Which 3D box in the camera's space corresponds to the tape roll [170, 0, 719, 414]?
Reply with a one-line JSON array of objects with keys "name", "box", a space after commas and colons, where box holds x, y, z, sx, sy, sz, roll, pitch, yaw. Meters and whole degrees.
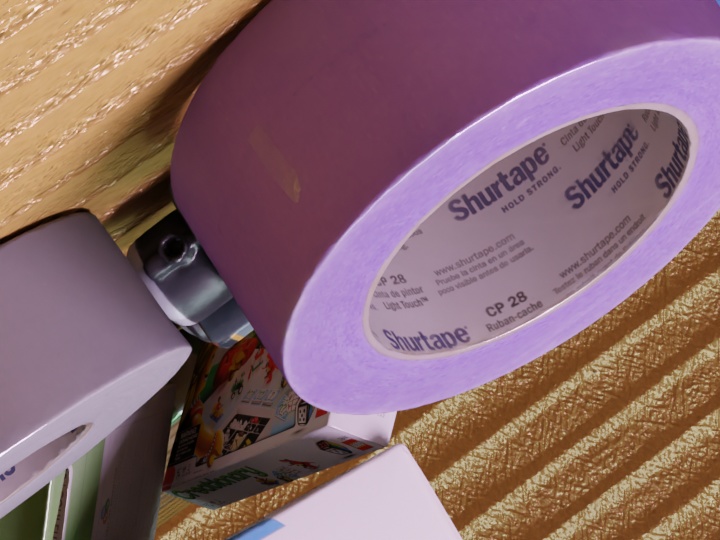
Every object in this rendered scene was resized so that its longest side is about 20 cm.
[{"name": "tape roll", "box": [0.039, -0.043, 1.047, 0.200, 0.085, 0.200, -27, 155, -14]}]

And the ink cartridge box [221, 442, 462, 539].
[{"name": "ink cartridge box", "box": [-0.026, 0.187, 1.375, 0.147, 0.146, 0.200, -29, 177, -16]}]

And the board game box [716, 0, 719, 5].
[{"name": "board game box", "box": [0.138, -0.107, 1.337, 0.200, 0.045, 0.152, -23, 166, -40]}]

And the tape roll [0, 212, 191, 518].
[{"name": "tape roll", "box": [-0.162, 0.063, 1.115, 0.200, 0.066, 0.200, -37, 175, -4]}]

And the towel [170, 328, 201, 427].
[{"name": "towel", "box": [-0.090, 0.055, 1.589, 0.200, 0.023, 0.153, -36, -169, -9]}]

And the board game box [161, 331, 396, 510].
[{"name": "board game box", "box": [-0.029, 0.038, 1.418, 0.200, 0.035, 0.126, -27, -135, 61]}]

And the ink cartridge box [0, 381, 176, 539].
[{"name": "ink cartridge box", "box": [-0.144, 0.106, 1.385, 0.200, 0.059, 0.104, -18, 117, -79]}]

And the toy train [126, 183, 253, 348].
[{"name": "toy train", "box": [-0.005, -0.043, 1.185, 0.200, 0.085, 0.114, -36, 163, 10]}]
